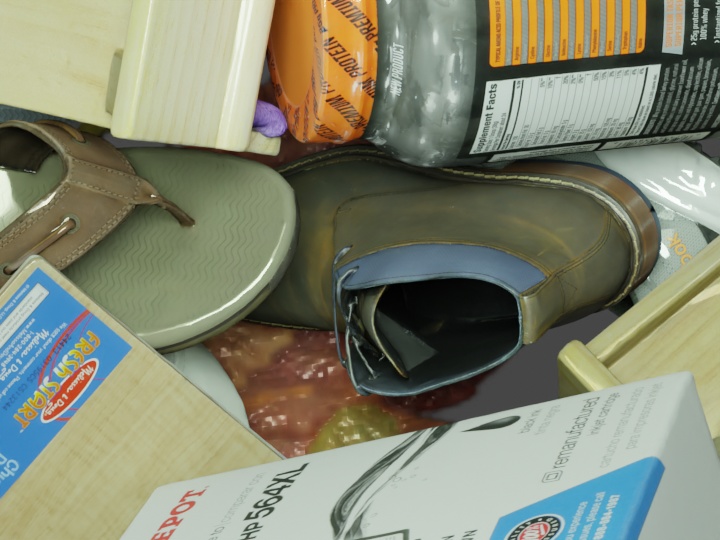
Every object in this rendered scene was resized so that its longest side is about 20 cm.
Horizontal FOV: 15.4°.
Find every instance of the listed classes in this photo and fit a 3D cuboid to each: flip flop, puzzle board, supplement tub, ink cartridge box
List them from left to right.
[{"bbox_3d":[-0.124,0.114,0.930,0.151,0.017,0.200,41,88,-22],"label":"puzzle board"},{"bbox_3d":[-0.121,-0.023,0.932,0.200,0.058,0.081,12,68,0],"label":"flip flop"},{"bbox_3d":[0.011,0.114,0.843,0.200,0.146,0.084,-14,107,20],"label":"ink cartridge box"},{"bbox_3d":[0.071,-0.102,0.941,0.200,0.123,0.123,-6,64,-14],"label":"supplement tub"}]

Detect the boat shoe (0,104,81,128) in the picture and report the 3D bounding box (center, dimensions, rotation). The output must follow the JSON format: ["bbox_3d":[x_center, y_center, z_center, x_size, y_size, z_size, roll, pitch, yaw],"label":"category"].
[{"bbox_3d":[-0.198,-0.099,1.075,0.200,0.072,0.062,16,32,13],"label":"boat shoe"}]

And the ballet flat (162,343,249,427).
[{"bbox_3d":[-0.120,0.004,0.986,0.069,0.069,0.200,-43,72,-13],"label":"ballet flat"}]

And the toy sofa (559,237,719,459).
[{"bbox_3d":[0.167,0.016,0.961,0.200,0.098,0.083,-39,70,-11],"label":"toy sofa"}]

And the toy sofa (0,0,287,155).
[{"bbox_3d":[-0.118,-0.098,0.944,0.200,0.098,0.083,14,96,34],"label":"toy sofa"}]

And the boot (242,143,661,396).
[{"bbox_3d":[0.000,0.000,0.970,0.200,0.097,0.075,-5,106,28],"label":"boot"}]

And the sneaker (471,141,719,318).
[{"bbox_3d":[0.058,-0.040,1.024,0.200,0.074,0.079,32,78,18],"label":"sneaker"}]
